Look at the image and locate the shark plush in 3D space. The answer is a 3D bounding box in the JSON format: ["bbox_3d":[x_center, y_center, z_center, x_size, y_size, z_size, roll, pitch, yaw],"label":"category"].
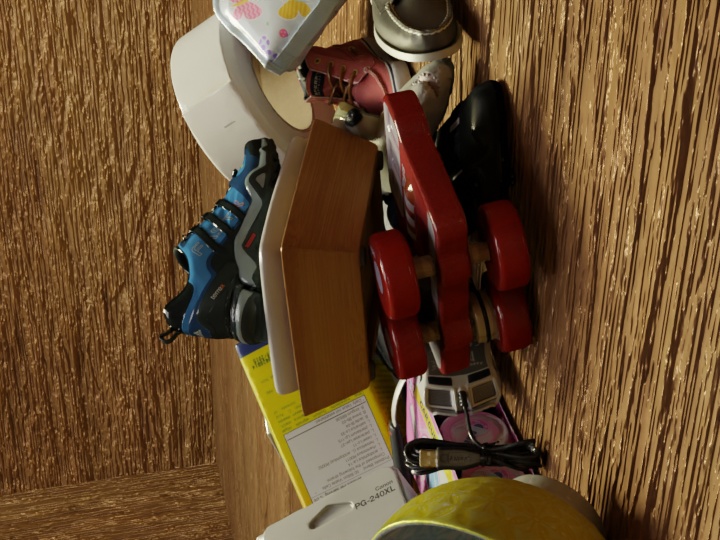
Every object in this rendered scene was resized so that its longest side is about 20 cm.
[{"bbox_3d":[0.047,-0.105,1.360,0.084,0.090,0.200,-60,-16,-22],"label":"shark plush"}]

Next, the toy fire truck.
[{"bbox_3d":[0.057,-0.021,1.228,0.201,0.111,0.169,82,172,-53],"label":"toy fire truck"}]

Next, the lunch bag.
[{"bbox_3d":[-0.063,-0.308,1.546,0.170,0.126,0.201,-49,36,22],"label":"lunch bag"}]

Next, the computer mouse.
[{"bbox_3d":[0.085,0.097,1.307,0.201,0.108,0.044,-94,-5,-49],"label":"computer mouse"}]

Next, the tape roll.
[{"bbox_3d":[-0.106,-0.174,1.626,0.202,0.070,0.204,43,-149,-34],"label":"tape roll"}]

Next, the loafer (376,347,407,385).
[{"bbox_3d":[0.027,0.013,1.477,0.075,0.069,0.202,169,78,-80],"label":"loafer"}]

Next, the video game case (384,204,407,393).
[{"bbox_3d":[0.051,0.002,1.570,0.201,0.023,0.184,103,157,-58],"label":"video game case"}]

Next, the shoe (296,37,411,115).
[{"bbox_3d":[-0.008,-0.183,1.571,0.200,0.090,0.072,-119,24,-63],"label":"shoe"}]

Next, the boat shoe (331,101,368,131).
[{"bbox_3d":[-0.010,-0.104,1.584,0.073,0.065,0.200,33,167,18],"label":"boat shoe"}]

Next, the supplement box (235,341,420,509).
[{"bbox_3d":[-0.020,0.140,1.499,0.202,0.108,0.109,66,-167,10],"label":"supplement box"}]

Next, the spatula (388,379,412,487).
[{"bbox_3d":[0.034,0.119,1.373,0.057,0.020,0.202,-112,18,-63],"label":"spatula"}]

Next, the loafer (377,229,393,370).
[{"bbox_3d":[0.000,0.000,1.416,0.202,0.070,0.068,67,-154,-1],"label":"loafer"}]

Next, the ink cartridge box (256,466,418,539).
[{"bbox_3d":[0.018,0.285,1.407,0.200,0.144,0.084,55,-170,-43],"label":"ink cartridge box"}]

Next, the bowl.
[{"bbox_3d":[0.115,0.209,1.100,0.108,0.199,0.201,-50,-23,-37],"label":"bowl"}]

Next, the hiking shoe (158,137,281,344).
[{"bbox_3d":[-0.108,-0.031,1.262,0.075,0.086,0.201,81,-168,-49],"label":"hiking shoe"}]

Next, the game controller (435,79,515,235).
[{"bbox_3d":[0.089,-0.087,1.303,0.200,0.042,0.106,139,138,-76],"label":"game controller"}]

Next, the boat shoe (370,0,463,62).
[{"bbox_3d":[0.041,-0.240,1.340,0.202,0.071,0.061,-107,10,-57],"label":"boat shoe"}]

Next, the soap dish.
[{"bbox_3d":[-0.024,-0.006,1.262,0.201,0.080,0.159,-80,-13,-56],"label":"soap dish"}]

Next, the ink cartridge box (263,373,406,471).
[{"bbox_3d":[-0.034,0.092,1.671,0.147,0.144,0.202,71,-175,-62],"label":"ink cartridge box"}]

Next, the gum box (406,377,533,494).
[{"bbox_3d":[0.093,0.174,1.340,0.201,0.065,0.114,-111,17,-53],"label":"gum box"}]
